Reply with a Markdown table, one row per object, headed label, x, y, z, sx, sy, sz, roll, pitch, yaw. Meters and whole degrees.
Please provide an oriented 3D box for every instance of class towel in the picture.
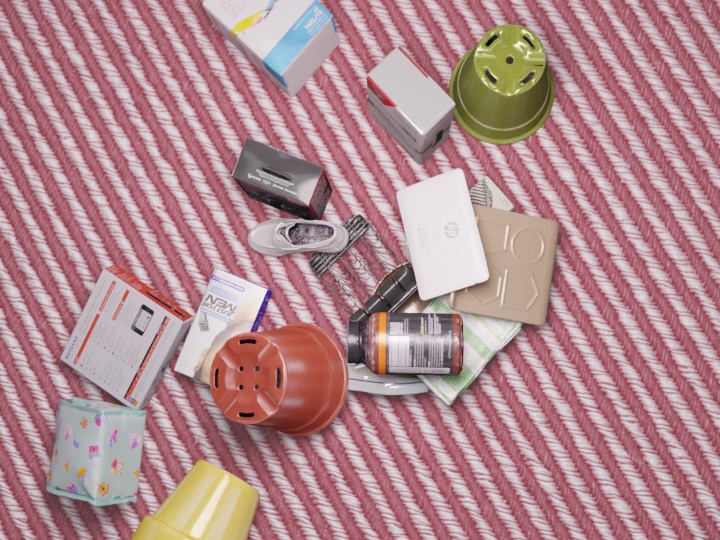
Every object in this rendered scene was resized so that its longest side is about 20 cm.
| label | x | y | z | sx | sy | sz | roll | pitch | yaw |
| --- | --- | --- | --- | --- | --- | --- | --- | --- | --- |
| towel | 0.170 | 0.117 | 1.676 | 0.152 | 0.023 | 0.200 | 42 | 83 | 10 |

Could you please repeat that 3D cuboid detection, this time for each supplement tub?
| label | x | y | z | sx | sy | sz | roll | pitch | yaw |
| --- | --- | --- | --- | --- | --- | --- | --- | --- | --- |
| supplement tub | 0.075 | 0.124 | 1.614 | 0.197 | 0.107 | 0.109 | 1 | 84 | 3 |

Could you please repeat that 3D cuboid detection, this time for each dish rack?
| label | x | y | z | sx | sy | sz | roll | pitch | yaw |
| --- | --- | --- | --- | --- | --- | --- | --- | --- | --- |
| dish rack | 0.000 | 0.000 | 1.709 | 0.153 | 0.055 | 0.200 | -42 | 53 | 3 |

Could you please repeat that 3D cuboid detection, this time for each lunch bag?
| label | x | y | z | sx | sy | sz | roll | pitch | yaw |
| --- | --- | --- | --- | --- | --- | --- | --- | --- | --- |
| lunch bag | -0.484 | 0.319 | 1.693 | 0.198 | 0.121 | 0.173 | 1 | 84 | 41 |

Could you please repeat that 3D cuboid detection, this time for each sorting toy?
| label | x | y | z | sx | sy | sz | roll | pitch | yaw |
| --- | --- | --- | --- | --- | --- | --- | --- | --- | --- |
| sorting toy | 0.250 | -0.010 | 1.658 | 0.197 | 0.036 | 0.188 | 11 | 86 | -19 |

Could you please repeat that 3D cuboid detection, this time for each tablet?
| label | x | y | z | sx | sy | sz | roll | pitch | yaw |
| --- | --- | --- | --- | --- | --- | --- | --- | --- | --- |
| tablet | 0.139 | -0.062 | 1.621 | 0.129 | 0.014 | 0.203 | -18 | 76 | 22 |

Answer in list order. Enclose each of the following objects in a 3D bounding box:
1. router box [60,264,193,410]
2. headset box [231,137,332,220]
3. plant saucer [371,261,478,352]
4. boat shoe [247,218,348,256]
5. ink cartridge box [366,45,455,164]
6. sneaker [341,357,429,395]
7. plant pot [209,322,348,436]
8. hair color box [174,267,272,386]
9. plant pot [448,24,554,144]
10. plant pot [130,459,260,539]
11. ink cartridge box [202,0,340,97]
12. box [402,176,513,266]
| label | x | y | z | sx | sy | sz | roll | pitch | yaw |
| --- | --- | --- | --- | --- | --- | --- | --- | --- | --- |
| router box | -0.424 | 0.122 | 1.718 | 0.178 | 0.049 | 0.202 | 33 | 105 | 7 |
| headset box | -0.136 | -0.158 | 1.682 | 0.147 | 0.200 | 0.078 | 21 | 85 | 5 |
| plant saucer | 0.113 | 0.083 | 1.715 | 0.197 | 0.037 | 0.204 | 0 | 80 | 2 |
| boat shoe | -0.122 | -0.063 | 1.718 | 0.197 | 0.068 | 0.073 | 8 | 79 | 22 |
| ink cartridge box | 0.087 | -0.288 | 1.681 | 0.084 | 0.200 | 0.144 | -42 | 83 | -5 |
| sneaker | 0.028 | 0.182 | 1.697 | 0.197 | 0.073 | 0.072 | 5 | 89 | 5 |
| plant pot | -0.147 | 0.185 | 1.622 | 0.198 | 0.195 | 0.204 | -3 | 82 | 22 |
| hair color box | -0.249 | 0.109 | 1.730 | 0.108 | 0.065 | 0.203 | 21 | 87 | 6 |
| plant pot | 0.258 | -0.344 | 1.679 | 0.197 | 0.190 | 0.204 | 0 | 84 | 3 |
| plant pot | -0.273 | 0.443 | 1.641 | 0.199 | 0.201 | 0.191 | 26 | 70 | 6 |
| ink cartridge box | -0.161 | -0.454 | 1.742 | 0.200 | 0.147 | 0.146 | 42 | 89 | 6 |
| box | 0.175 | -0.072 | 1.697 | 0.199 | 0.068 | 0.082 | -40 | 80 | -13 |
